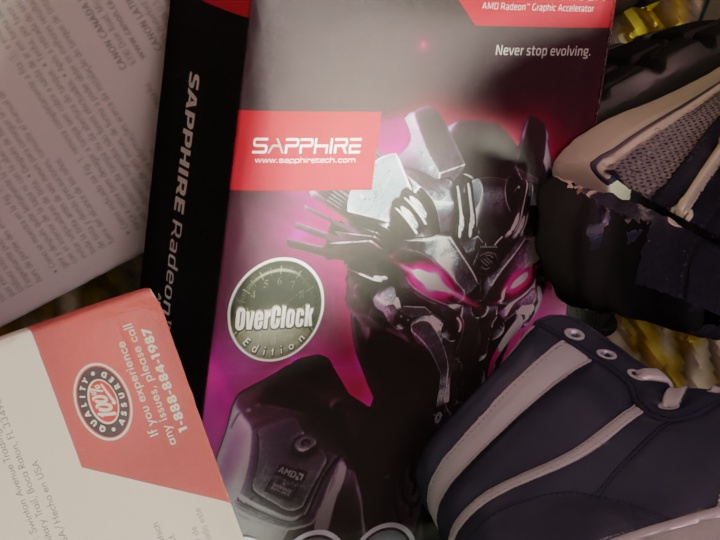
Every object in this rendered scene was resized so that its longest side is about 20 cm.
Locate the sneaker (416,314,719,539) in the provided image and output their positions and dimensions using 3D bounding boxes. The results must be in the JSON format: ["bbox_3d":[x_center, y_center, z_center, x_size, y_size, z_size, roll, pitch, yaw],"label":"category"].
[{"bbox_3d":[0.113,0.055,0.724,0.200,0.109,0.070,-14,129,-17],"label":"sneaker"}]

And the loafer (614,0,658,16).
[{"bbox_3d":[0.047,-0.144,0.809,0.070,0.075,0.200,-36,134,-8],"label":"loafer"}]

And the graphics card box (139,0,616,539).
[{"bbox_3d":[0.000,0.000,0.741,0.125,0.051,0.200,-1,108,-33],"label":"graphics card box"}]

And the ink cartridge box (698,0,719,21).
[{"bbox_3d":[0.241,-0.106,0.907,0.200,0.086,0.147,29,73,-14],"label":"ink cartridge box"}]

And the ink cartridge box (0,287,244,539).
[{"bbox_3d":[-0.127,0.091,0.631,0.200,0.067,0.117,-19,89,-35],"label":"ink cartridge box"}]

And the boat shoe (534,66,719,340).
[{"bbox_3d":[0.150,-0.036,0.757,0.200,0.093,0.075,-35,128,-30],"label":"boat shoe"}]

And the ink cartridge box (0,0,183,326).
[{"bbox_3d":[-0.142,-0.052,0.729,0.200,0.057,0.163,-26,124,7],"label":"ink cartridge box"}]

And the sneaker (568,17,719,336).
[{"bbox_3d":[0.063,-0.017,0.842,0.200,0.075,0.079,-31,102,-14],"label":"sneaker"}]
